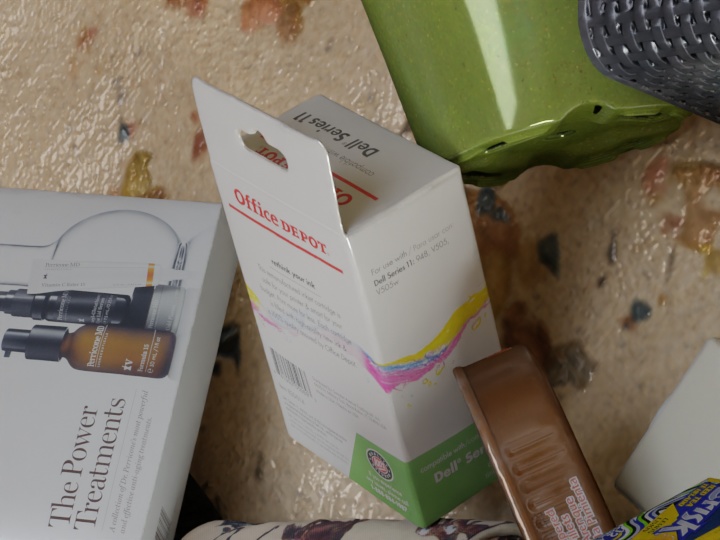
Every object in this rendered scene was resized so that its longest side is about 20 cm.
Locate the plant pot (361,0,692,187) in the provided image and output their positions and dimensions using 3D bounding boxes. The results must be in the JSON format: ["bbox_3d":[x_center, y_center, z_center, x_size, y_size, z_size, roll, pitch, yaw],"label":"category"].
[{"bbox_3d":[0.070,-0.144,1.192,0.199,0.199,0.192,-20,78,37],"label":"plant pot"}]

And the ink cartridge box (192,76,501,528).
[{"bbox_3d":[0.000,0.000,1.196,0.117,0.067,0.201,31,143,49],"label":"ink cartridge box"}]

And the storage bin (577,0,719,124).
[{"bbox_3d":[0.170,-0.172,1.123,0.093,0.135,0.202,-5,76,41],"label":"storage bin"}]

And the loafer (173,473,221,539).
[{"bbox_3d":[-0.119,0.128,1.367,0.072,0.072,0.201,114,142,-47],"label":"loafer"}]

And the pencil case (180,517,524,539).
[{"bbox_3d":[-0.007,0.160,1.240,0.199,0.078,0.090,-4,57,41],"label":"pencil case"}]

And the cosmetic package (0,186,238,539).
[{"bbox_3d":[-0.155,0.056,1.335,0.150,0.052,0.201,3,59,14],"label":"cosmetic package"}]

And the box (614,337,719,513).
[{"bbox_3d":[0.199,0.117,1.071,0.200,0.068,0.082,46,110,39],"label":"box"}]

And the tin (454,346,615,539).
[{"bbox_3d":[0.093,0.126,1.115,0.042,0.112,0.201,-24,73,5],"label":"tin"}]

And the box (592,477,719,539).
[{"bbox_3d":[0.154,0.185,1.021,0.064,0.070,0.201,2,113,60],"label":"box"}]
